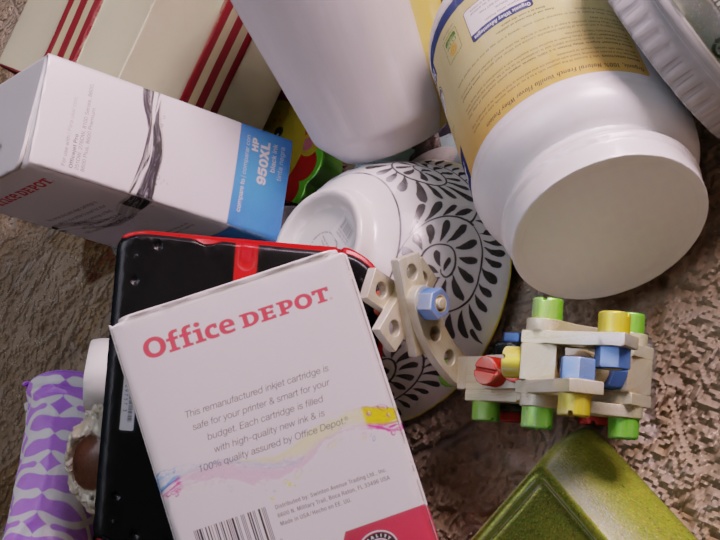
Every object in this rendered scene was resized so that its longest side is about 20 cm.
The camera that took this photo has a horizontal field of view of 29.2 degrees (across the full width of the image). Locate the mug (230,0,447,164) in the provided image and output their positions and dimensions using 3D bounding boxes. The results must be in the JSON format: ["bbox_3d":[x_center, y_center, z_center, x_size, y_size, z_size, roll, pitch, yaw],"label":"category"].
[{"bbox_3d":[0.015,-0.168,0.983,0.185,0.154,0.150,-18,18,14],"label":"mug"}]

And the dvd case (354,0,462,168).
[{"bbox_3d":[0.070,-0.139,1.062,0.145,0.022,0.201,2,68,46],"label":"dvd case"}]

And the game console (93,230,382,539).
[{"bbox_3d":[-0.074,0.080,0.880,0.031,0.175,0.202,117,157,-83],"label":"game console"}]

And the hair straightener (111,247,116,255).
[{"bbox_3d":[-0.217,-0.035,1.244,0.041,0.077,0.200,-58,39,26],"label":"hair straightener"}]

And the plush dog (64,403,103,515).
[{"bbox_3d":[-0.077,0.149,0.947,0.171,0.160,0.201,-30,87,11],"label":"plush dog"}]

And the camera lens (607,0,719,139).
[{"bbox_3d":[0.254,-0.192,0.804,0.200,0.160,0.161,-38,43,22],"label":"camera lens"}]

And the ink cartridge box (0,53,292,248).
[{"bbox_3d":[-0.172,-0.073,1.005,0.144,0.199,0.085,-13,65,54],"label":"ink cartridge box"}]

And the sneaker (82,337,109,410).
[{"bbox_3d":[-0.132,0.094,1.077,0.200,0.145,0.081,106,168,-79],"label":"sneaker"}]

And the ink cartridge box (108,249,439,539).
[{"bbox_3d":[-0.048,0.106,0.821,0.147,0.086,0.201,-17,84,-4],"label":"ink cartridge box"}]

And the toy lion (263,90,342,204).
[{"bbox_3d":[-0.062,-0.128,1.165,0.200,0.069,0.192,-39,50,19],"label":"toy lion"}]

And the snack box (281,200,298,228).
[{"bbox_3d":[-0.113,-0.032,1.122,0.199,0.024,0.072,16,103,51],"label":"snack box"}]

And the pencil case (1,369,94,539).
[{"bbox_3d":[-0.254,0.177,1.130,0.085,0.084,0.201,1,58,7],"label":"pencil case"}]

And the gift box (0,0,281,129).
[{"bbox_3d":[-0.160,-0.204,1.106,0.184,0.200,0.188,23,86,36],"label":"gift box"}]

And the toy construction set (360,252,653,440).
[{"bbox_3d":[0.091,0.053,0.822,0.199,0.131,0.093,17,94,45],"label":"toy construction set"}]

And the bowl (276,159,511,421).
[{"bbox_3d":[0.000,0.000,0.969,0.200,0.094,0.202,-21,58,38],"label":"bowl"}]

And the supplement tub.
[{"bbox_3d":[0.130,-0.096,0.878,0.144,0.144,0.201,-36,44,23],"label":"supplement tub"}]

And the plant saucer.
[{"bbox_3d":[0.105,0.209,0.778,0.200,0.048,0.200,-50,40,8],"label":"plant saucer"}]
